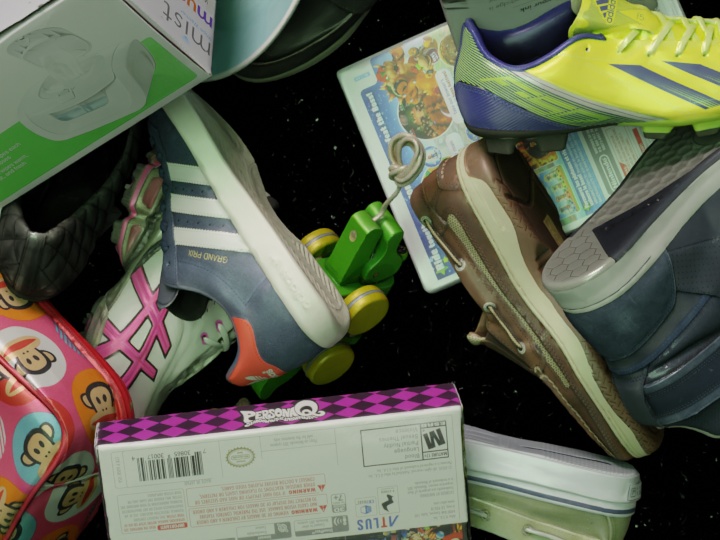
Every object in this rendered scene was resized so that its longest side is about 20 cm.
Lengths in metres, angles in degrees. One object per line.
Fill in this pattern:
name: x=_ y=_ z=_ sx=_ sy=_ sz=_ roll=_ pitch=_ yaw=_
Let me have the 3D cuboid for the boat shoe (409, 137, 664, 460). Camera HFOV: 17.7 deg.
boat shoe: x=0.098 y=0.023 z=1.312 sx=0.075 sy=0.075 sz=0.203 roll=-27 pitch=95 yaw=29

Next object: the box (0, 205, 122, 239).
box: x=-0.262 y=-0.053 z=1.405 sx=0.144 sy=0.036 sz=0.200 roll=-45 pitch=79 yaw=6

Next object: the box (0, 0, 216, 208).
box: x=-0.181 y=-0.146 z=1.277 sx=0.200 sy=0.097 sz=0.177 roll=-29 pitch=40 yaw=26

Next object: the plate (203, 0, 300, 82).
plate: x=-0.076 y=-0.206 z=1.337 sx=0.200 sy=0.026 sz=0.201 roll=-8 pitch=80 yaw=49

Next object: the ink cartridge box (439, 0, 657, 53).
ink cartridge box: x=0.091 y=-0.182 z=1.261 sx=0.116 sy=0.200 sz=0.067 roll=-19 pitch=54 yaw=2

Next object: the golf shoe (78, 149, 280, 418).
golf shoe: x=-0.112 y=0.033 z=1.352 sx=0.092 sy=0.073 sz=0.201 roll=18 pitch=91 yaw=10

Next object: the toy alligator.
toy alligator: x=0.000 y=0.000 z=1.320 sx=0.059 sy=0.054 sz=0.200 roll=52 pitch=125 yaw=28

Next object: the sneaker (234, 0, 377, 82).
sneaker: x=-0.014 y=-0.191 z=1.324 sx=0.200 sy=0.106 sz=0.075 roll=-42 pitch=80 yaw=6

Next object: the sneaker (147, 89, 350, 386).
sneaker: x=-0.091 y=-0.024 z=1.296 sx=0.084 sy=0.075 sz=0.200 roll=-36 pitch=69 yaw=11

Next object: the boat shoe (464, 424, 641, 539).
boat shoe: x=0.058 y=0.122 z=1.317 sx=0.199 sy=0.072 sz=0.062 roll=12 pitch=96 yaw=10

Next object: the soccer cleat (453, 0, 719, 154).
soccer cleat: x=0.149 y=-0.116 z=1.246 sx=0.200 sy=0.065 sz=0.084 roll=-8 pitch=112 yaw=1

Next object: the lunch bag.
lunch bag: x=-0.231 y=0.095 z=1.331 sx=0.176 sy=0.082 sz=0.200 roll=45 pitch=126 yaw=20

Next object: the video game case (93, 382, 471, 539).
video game case: x=-0.037 y=0.158 z=1.279 sx=0.199 sy=0.036 sz=0.182 roll=-7 pitch=114 yaw=-2

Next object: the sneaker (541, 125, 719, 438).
sneaker: x=0.201 y=0.000 z=1.276 sx=0.202 sy=0.077 sz=0.146 roll=-43 pitch=111 yaw=-23

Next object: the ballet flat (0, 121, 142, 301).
ballet flat: x=-0.160 y=-0.066 z=1.329 sx=0.066 sy=0.057 sz=0.200 roll=19 pitch=49 yaw=-10

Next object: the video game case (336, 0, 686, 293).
video game case: x=0.103 y=-0.090 z=1.343 sx=0.200 sy=0.018 sz=0.144 roll=-23 pitch=84 yaw=9

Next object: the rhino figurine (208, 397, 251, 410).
rhino figurine: x=-0.079 y=0.181 z=1.345 sx=0.087 sy=0.060 sz=0.201 roll=-16 pitch=95 yaw=2
